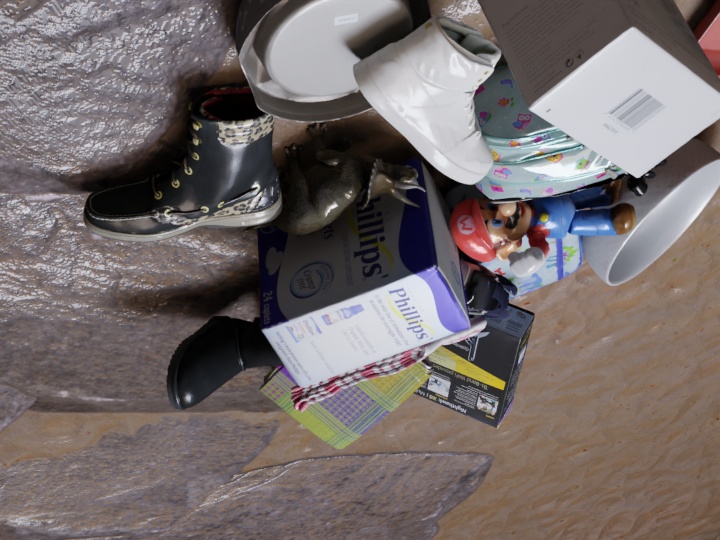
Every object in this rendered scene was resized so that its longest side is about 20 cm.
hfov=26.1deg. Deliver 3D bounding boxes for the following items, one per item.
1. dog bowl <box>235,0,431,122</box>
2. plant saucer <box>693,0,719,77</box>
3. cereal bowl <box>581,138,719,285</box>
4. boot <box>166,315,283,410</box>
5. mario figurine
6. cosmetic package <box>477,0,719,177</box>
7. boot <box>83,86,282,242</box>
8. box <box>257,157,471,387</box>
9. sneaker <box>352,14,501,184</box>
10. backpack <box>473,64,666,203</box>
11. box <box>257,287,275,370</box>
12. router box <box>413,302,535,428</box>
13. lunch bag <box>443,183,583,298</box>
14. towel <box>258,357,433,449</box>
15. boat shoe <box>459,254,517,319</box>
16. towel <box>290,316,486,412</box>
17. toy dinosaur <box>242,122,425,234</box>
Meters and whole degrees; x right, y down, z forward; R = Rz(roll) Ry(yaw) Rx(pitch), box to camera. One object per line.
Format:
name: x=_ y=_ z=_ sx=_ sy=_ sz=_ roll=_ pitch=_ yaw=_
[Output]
dog bowl: x=-0.025 y=-0.225 z=1.447 sx=0.200 sy=0.059 sz=0.200 roll=-15 pitch=148 yaw=-9
plant saucer: x=0.453 y=-0.282 z=1.643 sx=0.200 sy=0.037 sz=0.200 roll=-2 pitch=144 yaw=-28
cereal bowl: x=0.329 y=-0.081 z=1.810 sx=0.200 sy=0.083 sz=0.200 roll=-39 pitch=161 yaw=-16
boot: x=-0.098 y=0.097 z=1.736 sx=0.200 sy=0.165 sz=0.066 roll=0 pitch=121 yaw=22
mario figurine: x=0.193 y=-0.065 z=1.667 sx=0.200 sy=0.123 sz=0.106 roll=-12 pitch=116 yaw=-11
cosmetic package: x=0.218 y=-0.224 z=1.446 sx=0.123 sy=0.200 sz=0.199 roll=-38 pitch=144 yaw=23
boot: x=-0.176 y=-0.108 z=1.541 sx=0.203 sy=0.073 sz=0.154 roll=-6 pitch=139 yaw=-11
box: x=0.000 y=0.000 z=1.656 sx=0.200 sy=0.184 sz=0.105 roll=-20 pitch=131 yaw=13
sneaker: x=0.097 y=-0.162 z=1.474 sx=0.116 sy=0.074 sz=0.200 roll=-32 pitch=139 yaw=22
backpack: x=0.201 y=-0.153 z=1.612 sx=0.200 sy=0.167 sz=0.127 roll=-14 pitch=133 yaw=4
box: x=-0.058 y=0.072 z=1.907 sx=0.119 sy=0.041 sz=0.200 roll=-14 pitch=150 yaw=-7
router box: x=0.096 y=0.085 z=1.857 sx=0.200 sy=0.052 sz=0.157 roll=22 pitch=134 yaw=14
lunch bag: x=0.183 y=-0.046 z=1.819 sx=0.161 sy=0.082 sz=0.200 roll=-20 pitch=150 yaw=-5
towel: x=-0.017 y=0.126 z=1.881 sx=0.144 sy=0.023 sz=0.200 roll=39 pitch=126 yaw=-7
boat shoe: x=0.086 y=0.011 z=1.762 sx=0.093 sy=0.200 sz=0.075 roll=20 pitch=93 yaw=-43
towel: x=0.033 y=0.103 z=1.740 sx=0.200 sy=0.030 sz=0.146 roll=-22 pitch=180 yaw=34
toy dinosaur: x=-0.043 y=-0.084 z=1.613 sx=0.200 sy=0.102 sz=0.077 roll=-27 pitch=148 yaw=10
